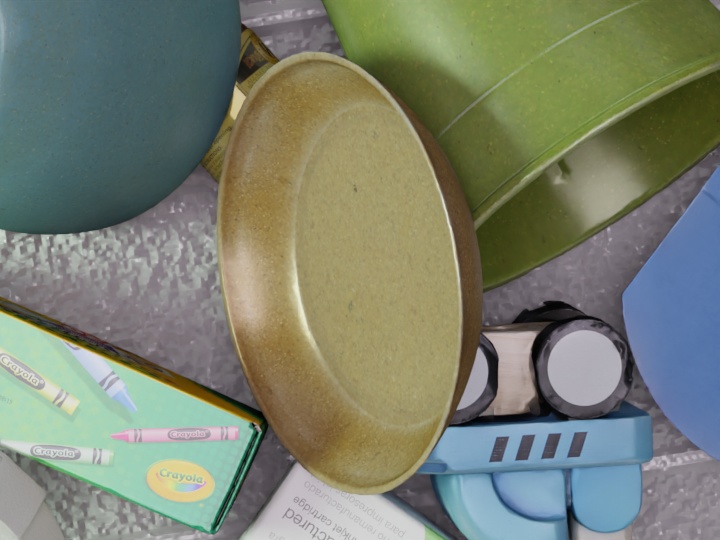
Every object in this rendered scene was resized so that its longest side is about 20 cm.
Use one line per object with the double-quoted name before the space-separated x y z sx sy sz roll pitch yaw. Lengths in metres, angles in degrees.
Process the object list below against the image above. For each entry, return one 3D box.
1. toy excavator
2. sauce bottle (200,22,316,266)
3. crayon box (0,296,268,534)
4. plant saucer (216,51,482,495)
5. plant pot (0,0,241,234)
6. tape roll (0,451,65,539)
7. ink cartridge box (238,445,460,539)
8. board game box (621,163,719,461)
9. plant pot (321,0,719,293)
"toy excavator" 0.104 0.118 1.222 0.193 0.100 0.201 -2 95 -6
"sauce bottle" -0.061 -0.080 1.236 0.065 0.065 0.200 -42 91 -1
"crayon box" -0.146 0.058 1.207 0.199 0.119 0.058 24 89 0
"plant saucer" 0.000 0.000 1.142 0.035 0.200 0.201 -9 89 -33
"plant pot" -0.173 -0.110 1.168 0.199 0.135 0.201 3 98 21
"tape roll" -0.231 0.143 1.190 0.202 0.037 0.204 8 125 12
"ink cartridge box" -0.022 0.205 1.222 0.145 0.084 0.200 34 89 0
"board game box" 0.223 0.006 1.250 0.158 0.039 0.200 37 88 -10
"plant pot" 0.066 -0.119 1.193 0.200 0.200 0.190 -32 76 -1
